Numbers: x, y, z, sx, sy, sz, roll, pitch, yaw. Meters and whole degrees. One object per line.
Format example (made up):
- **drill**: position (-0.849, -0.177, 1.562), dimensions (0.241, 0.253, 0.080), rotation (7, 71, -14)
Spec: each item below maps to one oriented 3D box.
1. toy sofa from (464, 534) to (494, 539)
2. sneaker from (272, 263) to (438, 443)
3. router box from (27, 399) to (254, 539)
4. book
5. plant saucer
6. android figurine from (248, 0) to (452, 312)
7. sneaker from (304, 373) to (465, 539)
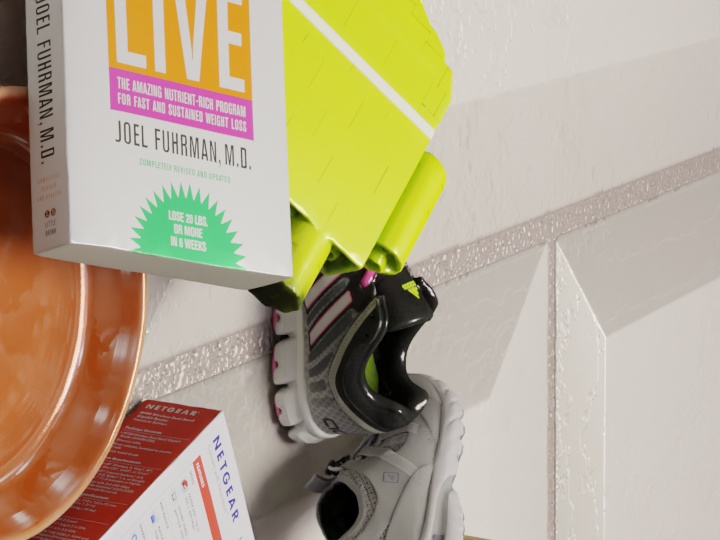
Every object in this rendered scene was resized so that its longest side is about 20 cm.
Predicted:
- **toy sofa**: position (0.032, 0.216, 1.257), dimensions (0.200, 0.083, 0.098), rotation (0, 95, -60)
- **sneaker**: position (0.000, 0.000, 1.156), dimensions (0.074, 0.087, 0.201), rotation (-23, 114, -57)
- **router box**: position (-0.110, 0.195, 1.033), dimensions (0.180, 0.049, 0.200), rotation (-46, 133, -48)
- **book**: position (-0.094, -0.098, 0.963), dimensions (0.133, 0.048, 0.201), rotation (10, 72, -49)
- **plant saucer**: position (-0.162, 0.020, 0.930), dimensions (0.200, 0.032, 0.201), rotation (-15, 107, -59)
- **android figurine**: position (-0.024, -0.083, 1.083), dimensions (0.182, 0.041, 0.200), rotation (41, 58, -26)
- **sneaker**: position (0.011, 0.113, 1.181), dimensions (0.200, 0.082, 0.075), rotation (-93, -162, -63)
